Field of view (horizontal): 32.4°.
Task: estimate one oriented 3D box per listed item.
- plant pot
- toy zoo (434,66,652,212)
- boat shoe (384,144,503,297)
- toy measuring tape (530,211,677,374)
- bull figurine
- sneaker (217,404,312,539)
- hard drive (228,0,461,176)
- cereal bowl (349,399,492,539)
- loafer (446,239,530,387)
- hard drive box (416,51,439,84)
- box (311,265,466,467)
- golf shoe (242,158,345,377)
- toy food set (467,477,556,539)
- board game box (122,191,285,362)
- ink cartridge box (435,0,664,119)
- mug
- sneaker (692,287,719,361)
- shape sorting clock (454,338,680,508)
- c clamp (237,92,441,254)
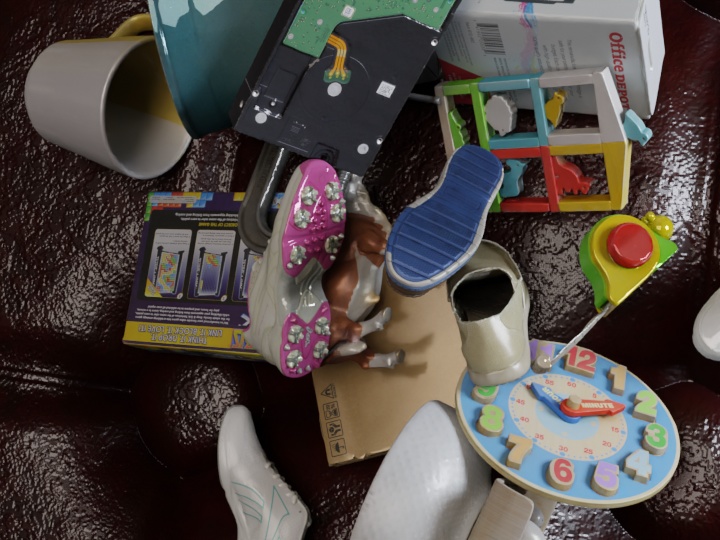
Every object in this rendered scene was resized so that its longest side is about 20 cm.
[{"bbox_3d":[-0.086,-0.240,1.163,0.187,0.200,0.201,-11,75,3],"label":"plant pot"},{"bbox_3d":[0.171,-0.118,1.148,0.199,0.020,0.132,1,114,31],"label":"toy zoo"},{"bbox_3d":[0.075,-0.031,1.113,0.072,0.200,0.073,30,135,10],"label":"boat shoe"},{"bbox_3d":[0.208,0.007,1.115,0.200,0.074,0.074,-40,66,-20],"label":"toy measuring tape"},{"bbox_3d":[0.000,0.000,1.189,0.121,0.065,0.201,8,81,38],"label":"bull figurine"},{"bbox_3d":[-0.090,0.227,1.212,0.080,0.070,0.202,-14,80,8],"label":"sneaker"},{"bbox_3d":[-0.013,-0.192,1.086,0.201,0.139,0.038,-60,30,24],"label":"hard drive"},{"bbox_3d":[0.063,0.220,1.079,0.083,0.200,0.201,21,87,20],"label":"cereal bowl"},{"bbox_3d":[0.116,0.022,1.119,0.075,0.069,0.200,-14,31,5],"label":"loafer"},{"bbox_3d":[-0.030,-0.259,1.280,0.199,0.077,0.157,-11,76,18],"label":"hard drive box"},{"bbox_3d":[0.026,0.077,1.216,0.163,0.021,0.201,-16,73,16],"label":"box"},{"bbox_3d":[-0.069,-0.006,1.136,0.091,0.075,0.201,20,104,44],"label":"golf shoe"},{"bbox_3d":[0.122,0.253,1.046,0.060,0.200,0.144,24,89,18],"label":"toy food set"},{"bbox_3d":[-0.136,0.005,1.263,0.199,0.057,0.166,3,79,29],"label":"board game box"},{"bbox_3d":[0.175,-0.220,1.150,0.199,0.146,0.083,8,64,22],"label":"ink cartridge box"},{"bbox_3d":[-0.268,-0.190,1.344,0.152,0.186,0.150,13,116,31],"label":"mug"},{"bbox_3d":[0.370,0.008,1.057,0.199,0.099,0.078,-34,69,11],"label":"sneaker"},{"bbox_3d":[0.180,0.126,1.071,0.199,0.200,0.039,29,125,23],"label":"shape sorting clock"},{"bbox_3d":[-0.035,-0.099,1.192,0.170,0.027,0.201,20,81,32],"label":"c clamp"}]
